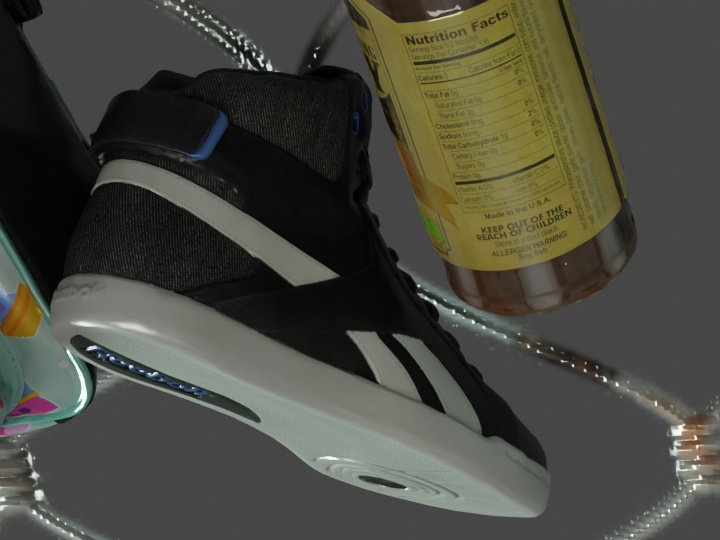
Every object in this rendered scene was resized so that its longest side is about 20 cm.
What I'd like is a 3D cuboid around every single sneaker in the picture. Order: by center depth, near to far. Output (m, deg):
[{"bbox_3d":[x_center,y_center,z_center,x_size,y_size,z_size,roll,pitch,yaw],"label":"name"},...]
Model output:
[{"bbox_3d":[0.000,0.000,0.907,0.073,0.112,0.200,-2,158,45],"label":"sneaker"}]

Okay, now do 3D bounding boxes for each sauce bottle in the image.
[{"bbox_3d":[0.027,-0.082,0.846,0.064,0.065,0.200,-9,121,18],"label":"sauce bottle"}]

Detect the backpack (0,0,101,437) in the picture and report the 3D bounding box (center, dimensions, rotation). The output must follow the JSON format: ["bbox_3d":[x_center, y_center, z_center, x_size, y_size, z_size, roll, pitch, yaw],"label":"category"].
[{"bbox_3d":[-0.189,-0.006,0.902,0.199,0.154,0.176,-13,122,28],"label":"backpack"}]
